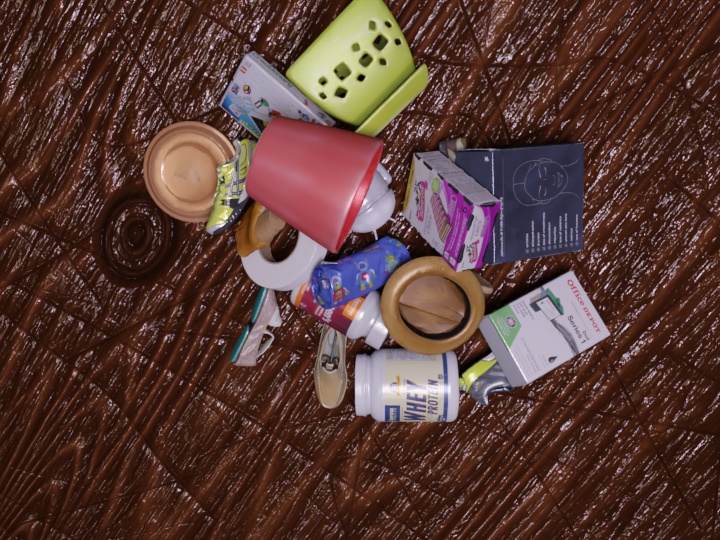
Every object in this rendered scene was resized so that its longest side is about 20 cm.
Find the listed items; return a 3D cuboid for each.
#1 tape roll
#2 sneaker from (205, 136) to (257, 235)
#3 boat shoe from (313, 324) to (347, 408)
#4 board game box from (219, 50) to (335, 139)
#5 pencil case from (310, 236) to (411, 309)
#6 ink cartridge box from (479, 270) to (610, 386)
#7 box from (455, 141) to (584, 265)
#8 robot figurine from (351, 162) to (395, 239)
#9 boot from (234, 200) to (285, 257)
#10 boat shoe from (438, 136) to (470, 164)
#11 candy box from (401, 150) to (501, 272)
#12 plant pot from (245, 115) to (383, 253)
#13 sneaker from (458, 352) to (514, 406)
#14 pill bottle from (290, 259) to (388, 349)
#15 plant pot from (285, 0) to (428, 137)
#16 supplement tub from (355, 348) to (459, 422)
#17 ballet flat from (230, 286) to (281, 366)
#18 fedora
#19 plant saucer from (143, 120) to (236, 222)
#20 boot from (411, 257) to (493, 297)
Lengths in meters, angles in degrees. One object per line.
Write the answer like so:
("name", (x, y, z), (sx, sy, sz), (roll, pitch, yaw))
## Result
("tape roll", (-0.148, -0.062, 1.117), (0.202, 0.037, 0.204), (-8, 75, 33))
("sneaker", (-0.250, -0.163, 1.115), (0.076, 0.075, 0.200), (32, 79, -28))
("boat shoe", (-0.064, 0.200, 1.205), (0.071, 0.076, 0.201), (1, 102, 3))
("board game box", (-0.159, -0.296, 1.097), (0.200, 0.035, 0.126), (40, 130, -6))
("pencil case", (0.000, 0.000, 1.075), (0.200, 0.078, 0.087), (-23, 110, -29))
("ink cartridge box", (0.347, 0.109, 1.109), (0.200, 0.084, 0.146), (-27, 81, -14))
("box", (0.289, -0.127, 1.060), (0.196, 0.124, 0.201), (-8, 103, -22))
("robot figurine", (-0.012, -0.154, 1.105), (0.170, 0.113, 0.200), (-44, 101, -26))
("boot", (-0.182, -0.132, 1.095), (0.071, 0.202, 0.144), (25, 148, -31))
("boat shoe", (0.182, -0.155, 1.125), (0.065, 0.073, 0.201), (3, 102, 22))
("candy box", (0.155, -0.110, 1.042), (0.061, 0.200, 0.137), (-9, 128, -24))
("plant pot", (-0.080, -0.154, 0.957), (0.177, 0.200, 0.201), (24, 102, 1))
("sneaker", (0.292, 0.194, 1.163), (0.200, 0.074, 0.081), (-38, 65, -3))
("pill bottle", (-0.028, 0.066, 1.142), (0.200, 0.110, 0.110), (30, 102, 7))
("plant pot", (0.004, -0.345, 1.028), (0.200, 0.199, 0.182), (-42, 103, 10))
("supplement tub", (0.091, 0.229, 1.168), (0.199, 0.145, 0.146), (-1, 102, 3))
("ballet flat", (-0.205, 0.114, 1.208), (0.067, 0.068, 0.200), (20, 109, -21))
("fedora", (0.129, 0.059, 1.087), (0.200, 0.082, 0.201), (-2, 106, -8))
("plant saucer", (-0.335, -0.195, 1.158), (0.200, 0.032, 0.201), (1, 102, 4))
("boot", (0.152, 0.069, 1.182), (0.199, 0.072, 0.167), (14, 115, -1))
